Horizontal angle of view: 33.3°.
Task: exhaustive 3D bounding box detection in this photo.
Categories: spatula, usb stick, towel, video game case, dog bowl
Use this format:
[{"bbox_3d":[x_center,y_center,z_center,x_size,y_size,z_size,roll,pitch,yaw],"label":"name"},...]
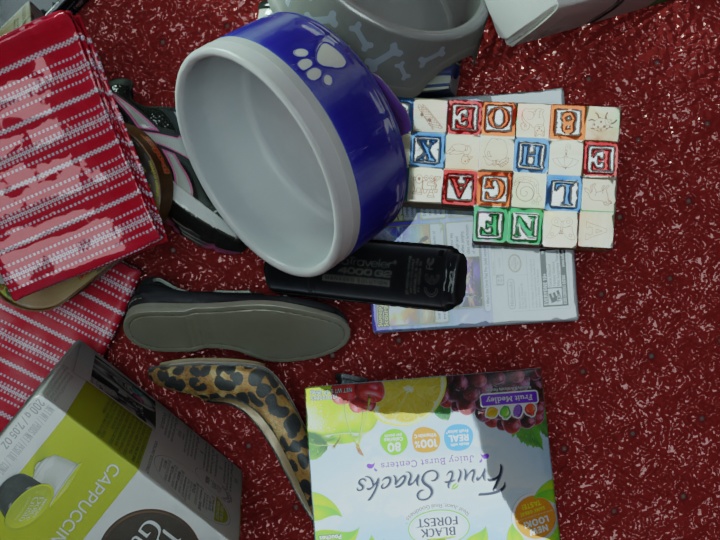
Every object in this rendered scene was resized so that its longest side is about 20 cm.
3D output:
[{"bbox_3d":[-0.008,-0.128,1.000,0.021,0.200,0.057,-43,104,-11],"label":"spatula"},{"bbox_3d":[0.000,0.000,1.031,0.198,0.032,0.056,5,86,34],"label":"usb stick"},{"bbox_3d":[-0.304,0.059,1.095,0.144,0.022,0.202,27,91,4],"label":"towel"},{"bbox_3d":[-0.255,-0.091,0.968,0.143,0.022,0.202,-20,101,3],"label":"towel"},{"bbox_3d":[0.094,-0.051,1.059,0.179,0.045,0.203,-4,88,4],"label":"video game case"},{"bbox_3d":[-0.057,-0.100,0.965,0.079,0.200,0.201,-34,85,-30],"label":"dog bowl"},{"bbox_3d":[0.021,-0.239,1.003,0.198,0.059,0.202,13,51,-17],"label":"dog bowl"}]

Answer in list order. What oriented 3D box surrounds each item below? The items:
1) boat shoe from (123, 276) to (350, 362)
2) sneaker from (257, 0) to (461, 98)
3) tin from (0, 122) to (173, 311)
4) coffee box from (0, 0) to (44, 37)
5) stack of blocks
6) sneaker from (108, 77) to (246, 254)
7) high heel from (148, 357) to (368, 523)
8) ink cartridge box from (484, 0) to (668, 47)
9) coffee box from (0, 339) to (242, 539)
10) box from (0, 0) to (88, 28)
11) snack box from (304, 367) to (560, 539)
[{"bbox_3d":[-0.107,0.034,1.062,0.197,0.073,0.063,2,44,1],"label":"boat shoe"},{"bbox_3d":[-0.009,-0.211,1.054,0.197,0.081,0.117,5,91,7],"label":"sneaker"},{"bbox_3d":[-0.245,-0.046,1.031,0.199,0.042,0.113,-34,87,20],"label":"tin"},{"bbox_3d":[-0.326,-0.124,1.035,0.200,0.115,0.080,-43,118,5],"label":"coffee box"},{"bbox_3d":[0.112,-0.079,1.006,0.197,0.059,0.117,4,89,6],"label":"stack of blocks"},{"bbox_3d":[-0.166,-0.100,1.069,0.199,0.080,0.087,38,73,-4],"label":"sneaker"},{"bbox_3d":[-0.095,0.153,1.055,0.197,0.071,0.144,8,83,-4],"label":"high heel"},{"bbox_3d":[0.190,-0.286,0.996,0.198,0.084,0.148,-21,87,-27],"label":"ink cartridge box"},{"bbox_3d":[-0.229,0.211,0.986,0.197,0.200,0.200,40,92,-9],"label":"coffee box"},{"bbox_3d":[-0.345,-0.295,1.102,0.198,0.050,0.200,-44,86,4],"label":"box"},{"bbox_3d":[0.057,0.162,0.998,0.197,0.053,0.144,-5,79,-1],"label":"snack box"}]
